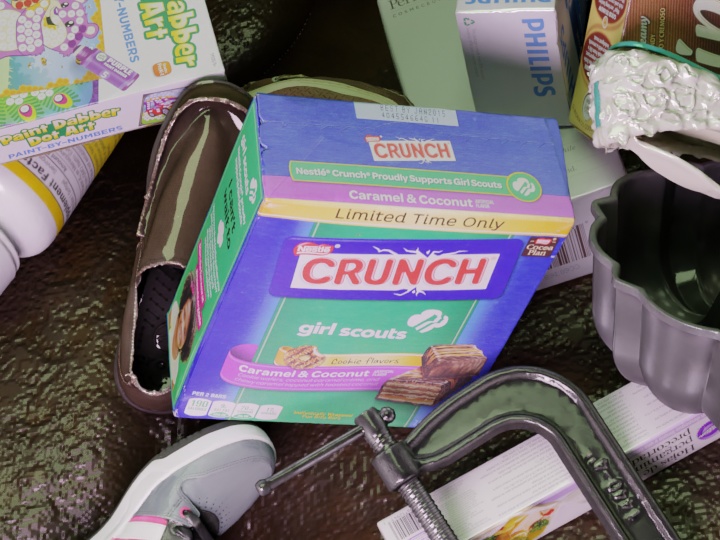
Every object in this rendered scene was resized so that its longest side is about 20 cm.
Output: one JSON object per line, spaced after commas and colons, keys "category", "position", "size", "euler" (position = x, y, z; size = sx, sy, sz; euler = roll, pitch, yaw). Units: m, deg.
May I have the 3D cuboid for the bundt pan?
{"category": "bundt pan", "position": [0.214, 0.021, 1.289], "size": [0.202, 0.076, 0.202], "euler": [5, 31, -3]}

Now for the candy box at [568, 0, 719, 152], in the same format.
{"category": "candy box", "position": [0.193, -0.163, 1.326], "size": [0.117, 0.200, 0.056], "euler": [6, 16, -18]}

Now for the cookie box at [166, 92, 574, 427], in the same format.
{"category": "cookie box", "position": [0.000, 0.000, 1.297], "size": [0.171, 0.200, 0.075], "euler": [4, 52, -18]}

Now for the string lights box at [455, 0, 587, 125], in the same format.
{"category": "string lights box", "position": [0.100, -0.191, 1.396], "size": [0.059, 0.103, 0.200], "euler": [1, 54, 13]}

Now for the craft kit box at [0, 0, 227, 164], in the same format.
{"category": "craft kit box", "position": [-0.195, -0.163, 1.471], "size": [0.197, 0.049, 0.200], "euler": [-14, 61, -6]}

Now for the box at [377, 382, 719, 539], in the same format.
{"category": "box", "position": [0.106, 0.112, 1.320], "size": [0.200, 0.039, 0.041], "euler": [-29, 54, -3]}

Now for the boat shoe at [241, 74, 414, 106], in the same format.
{"category": "boat shoe", "position": [-0.029, -0.093, 1.456], "size": [0.202, 0.075, 0.075], "euler": [1, 33, 47]}

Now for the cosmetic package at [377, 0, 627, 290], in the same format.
{"category": "cosmetic package", "position": [0.088, -0.088, 1.439], "size": [0.113, 0.081, 0.200], "euler": [-19, 53, 2]}

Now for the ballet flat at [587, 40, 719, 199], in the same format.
{"category": "ballet flat", "position": [0.210, -0.064, 1.295], "size": [0.200, 0.072, 0.072], "euler": [15, 56, -13]}

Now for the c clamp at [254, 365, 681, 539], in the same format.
{"category": "c clamp", "position": [0.072, 0.142, 1.281], "size": [0.171, 0.027, 0.200], "euler": [-37, 78, -9]}

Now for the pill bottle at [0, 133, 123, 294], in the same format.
{"category": "pill bottle", "position": [-0.219, -0.081, 1.516], "size": [0.114, 0.114, 0.200], "euler": [18, 63, 28]}

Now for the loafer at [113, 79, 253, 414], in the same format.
{"category": "loafer", "position": [-0.094, -0.011, 1.401], "size": [0.073, 0.071, 0.200], "euler": [10, 93, -5]}

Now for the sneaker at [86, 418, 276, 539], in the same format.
{"category": "sneaker", "position": [-0.104, 0.179, 1.312], "size": [0.200, 0.084, 0.121], "euler": [-43, 49, -4]}
